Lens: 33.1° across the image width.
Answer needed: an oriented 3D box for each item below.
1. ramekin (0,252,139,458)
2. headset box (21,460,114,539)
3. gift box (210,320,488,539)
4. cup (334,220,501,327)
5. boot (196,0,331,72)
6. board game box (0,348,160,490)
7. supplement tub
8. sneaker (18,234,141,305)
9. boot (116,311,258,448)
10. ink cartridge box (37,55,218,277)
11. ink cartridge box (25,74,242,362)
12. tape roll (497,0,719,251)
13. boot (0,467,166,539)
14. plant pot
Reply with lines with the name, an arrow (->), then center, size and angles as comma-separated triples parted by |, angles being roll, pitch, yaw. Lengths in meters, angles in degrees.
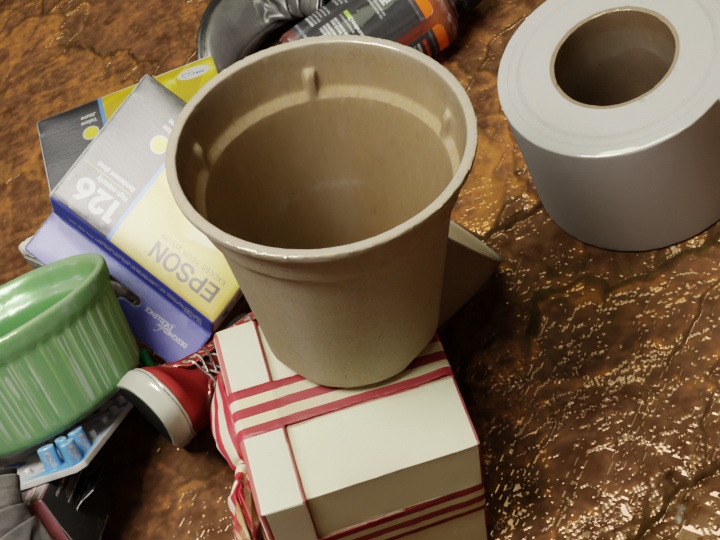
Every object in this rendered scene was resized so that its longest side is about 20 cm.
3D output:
ramekin -> -0.290, 0.077, 1.051 | 0.199, 0.098, 0.200 | -24, 18, 8
headset box -> -0.303, 0.231, 1.030 | 0.199, 0.077, 0.149 | -31, 14, 5
gift box -> -0.012, 0.149, 0.931 | 0.186, 0.201, 0.185 | -16, 46, -5
cup -> 0.000, 0.000, 1.036 | 0.200, 0.200, 0.144 | 38, 102, 38
boot -> -0.093, -0.281, 1.325 | 0.131, 0.070, 0.201 | 5, 63, 24
board game box -> -0.298, 0.145, 1.084 | 0.199, 0.026, 0.200 | -20, 16, 17
supplement tub -> 0.025, -0.246, 1.227 | 0.199, 0.107, 0.107 | -34, 50, 0
sneaker -> -0.258, -0.021, 1.228 | 0.199, 0.078, 0.100 | 22, 66, 34
boot -> -0.126, 0.078, 1.028 | 0.144, 0.200, 0.072 | -43, 84, -8
ink cartridge box -> -0.211, -0.102, 1.197 | 0.196, 0.047, 0.201 | -21, 53, -3
ink cartridge box -> -0.182, -0.045, 1.120 | 0.197, 0.047, 0.200 | 36, 84, 7
tape roll -> 0.230, -0.137, 1.034 | 0.201, 0.139, 0.204 | -13, 53, 18
boot -> -0.242, 0.204, 0.910 | 0.199, 0.070, 0.132 | -14, 68, -32
plant pot -> -0.017, -0.025, 0.831 | 0.199, 0.184, 0.201 | -4, 50, 4
